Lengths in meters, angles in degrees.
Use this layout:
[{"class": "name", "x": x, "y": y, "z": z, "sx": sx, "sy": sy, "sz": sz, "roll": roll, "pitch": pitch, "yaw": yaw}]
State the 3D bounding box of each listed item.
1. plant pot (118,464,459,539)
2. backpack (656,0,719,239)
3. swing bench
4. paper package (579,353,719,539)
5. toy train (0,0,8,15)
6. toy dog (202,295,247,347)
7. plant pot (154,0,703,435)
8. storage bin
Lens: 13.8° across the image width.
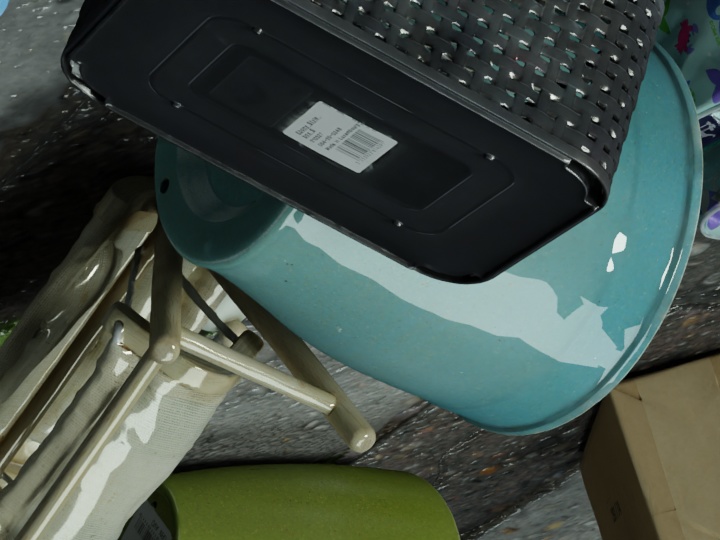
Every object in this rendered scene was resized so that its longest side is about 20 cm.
[{"class": "plant pot", "x": -0.067, "y": 0.203, "z": 1.955, "sx": 0.200, "sy": 0.188, "sz": 0.187, "roll": 19, "pitch": 143, "yaw": -36}, {"class": "backpack", "x": 0.235, "y": -0.103, "z": 1.415, "sx": 0.177, "sy": 0.151, "sz": 0.200, "roll": 3, "pitch": 148, "yaw": -42}, {"class": "swing bench", "x": -0.123, "y": 0.078, "z": 1.456, "sx": 0.130, "sy": 0.200, "sz": 0.199, "roll": 26, "pitch": 109, "yaw": -32}, {"class": "paper package", "x": 0.237, "y": 0.178, "z": 2.102, "sx": 0.103, "sy": 0.191, "sz": 0.200, "roll": -14, "pitch": 159, "yaw": -8}, {"class": "toy train", "x": -0.167, "y": -0.129, "z": 1.008, "sx": 0.114, "sy": 0.087, "sz": 0.200, "roll": -63, "pitch": 167, "yaw": 24}, {"class": "toy dog", "x": 0.000, "y": 0.000, "z": 1.556, "sx": 0.132, "sy": 0.097, "sz": 0.200, "roll": -1, "pitch": 155, "yaw": -37}, {"class": "plant pot", "x": 0.018, "y": -0.045, "z": 1.336, "sx": 0.188, "sy": 0.201, "sz": 0.200, "roll": 18, "pitch": 143, "yaw": -34}, {"class": "storage bin", "x": 0.001, "y": -0.090, "z": 1.160, "sx": 0.200, "sy": 0.094, "sz": 0.135, "roll": 28, "pitch": 151, "yaw": -16}]
